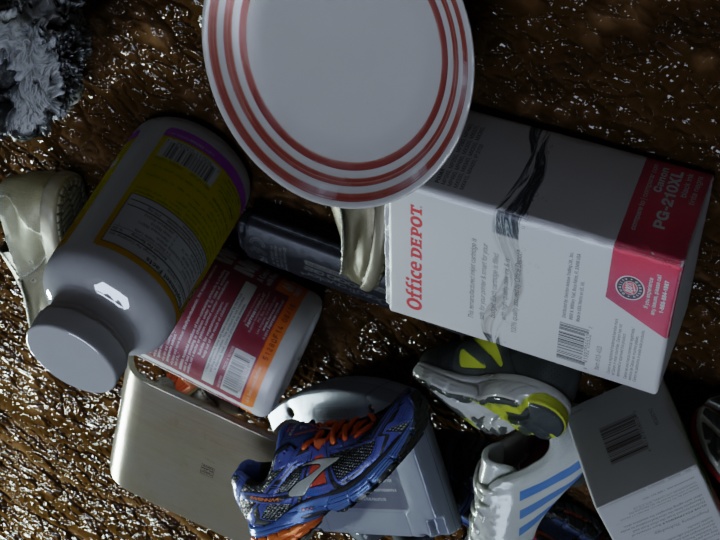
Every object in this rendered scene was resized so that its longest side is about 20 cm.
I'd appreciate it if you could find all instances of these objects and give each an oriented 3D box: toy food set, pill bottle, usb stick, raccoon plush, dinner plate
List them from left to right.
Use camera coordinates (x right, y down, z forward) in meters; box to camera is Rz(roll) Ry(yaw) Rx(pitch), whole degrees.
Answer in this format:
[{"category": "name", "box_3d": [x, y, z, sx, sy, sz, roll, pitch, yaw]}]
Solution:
[{"category": "raccoon plush", "box_3d": [-0.208, -0.169, 1.157, 0.199, 0.134, 0.097, -37, 97, 19]}, {"category": "pill bottle", "box_3d": [-0.165, -0.011, 1.193, 0.103, 0.201, 0.105, 19, 145, 14]}, {"category": "pill bottle", "box_3d": [-0.139, 0.027, 1.305, 0.198, 0.110, 0.110, 26, 146, 3]}, {"category": "toy food set", "box_3d": [-0.121, 0.153, 1.401, 0.198, 0.061, 0.144, 24, 132, 6]}, {"category": "dinner plate", "box_3d": [-0.013, -0.139, 1.021, 0.198, 0.024, 0.203, 11, 111, 29]}, {"category": "usb stick", "box_3d": [0.000, 0.000, 1.241, 0.198, 0.033, 0.056, 20, 152, 13]}]

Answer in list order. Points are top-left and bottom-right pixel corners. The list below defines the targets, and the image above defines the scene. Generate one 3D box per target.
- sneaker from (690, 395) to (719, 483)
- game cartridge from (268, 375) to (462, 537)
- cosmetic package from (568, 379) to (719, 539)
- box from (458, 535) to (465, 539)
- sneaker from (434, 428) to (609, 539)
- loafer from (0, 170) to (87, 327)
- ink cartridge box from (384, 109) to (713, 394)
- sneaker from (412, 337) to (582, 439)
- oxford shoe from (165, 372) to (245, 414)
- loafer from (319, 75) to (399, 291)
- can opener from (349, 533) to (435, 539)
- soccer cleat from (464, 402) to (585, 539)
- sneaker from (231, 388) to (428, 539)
[{"category": "sneaker", "box_3d": [0.309, 0.171, 1.209, 0.200, 0.077, 0.085, 40, 151, -15]}, {"category": "game cartridge", "box_3d": [0.000, 0.157, 1.379, 0.199, 0.041, 0.134, -8, 106, 53]}, {"category": "cosmetic package", "box_3d": [0.233, 0.189, 1.234, 0.084, 0.108, 0.201, -25, 129, 10]}, {"category": "box", "box_3d": [0.168, 0.293, 1.434, 0.198, 0.040, 0.137, 21, 178, 11]}, {"category": "sneaker", "box_3d": [0.116, 0.210, 1.395, 0.199, 0.076, 0.078, 38, 148, -10]}, {"category": "loafer", "box_3d": [-0.268, -0.014, 1.381, 0.068, 0.076, 0.201, 21, 136, 13]}, {"category": "ink cartridge box", "box_3d": [0.122, -0.016, 1.087, 0.198, 0.085, 0.146, 17, 144, 15]}, {"category": "sneaker", "box_3d": [0.113, 0.075, 1.227, 0.074, 0.085, 0.199, 39, 166, -23]}, {"category": "oxford shoe", "box_3d": [-0.137, 0.113, 1.451, 0.072, 0.072, 0.200, 32, 145, -12]}, {"category": "loafer", "box_3d": [0.003, -0.071, 1.117, 0.067, 0.076, 0.201, 19, 135, 14]}, {"category": "can opener", "box_3d": [0.033, 0.238, 1.429, 0.200, 0.066, 0.053, -156, 43, -78]}, {"category": "soccer cleat", "box_3d": [0.112, 0.183, 1.289, 0.086, 0.070, 0.201, 23, 107, -29]}, {"category": "sneaker", "box_3d": [-0.029, 0.148, 1.271, 0.199, 0.075, 0.079, -37, 92, 25]}]
